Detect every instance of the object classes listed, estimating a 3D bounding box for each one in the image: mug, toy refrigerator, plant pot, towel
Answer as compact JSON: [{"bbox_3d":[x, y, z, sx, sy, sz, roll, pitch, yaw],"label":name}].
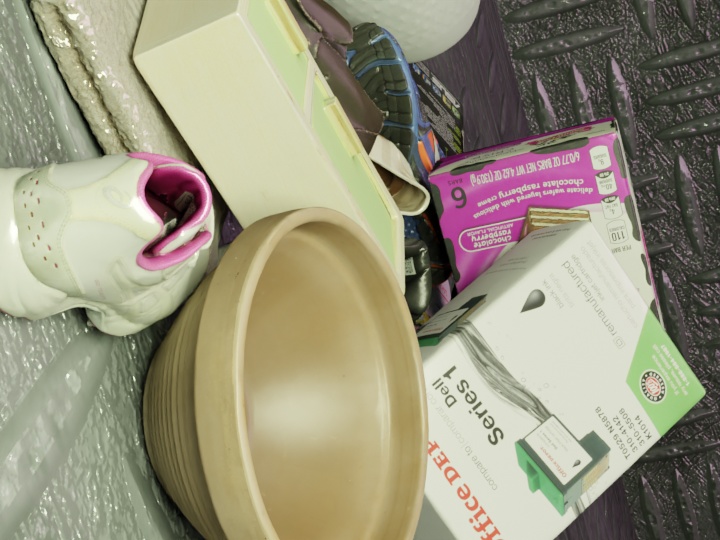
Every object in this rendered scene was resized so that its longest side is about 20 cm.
[{"bbox_3d":[0.006,-0.265,1.101,0.200,0.148,0.176,39,-14,47],"label":"mug"},{"bbox_3d":[-0.041,-0.070,0.776,0.200,0.070,0.076,58,20,-33],"label":"toy refrigerator"},{"bbox_3d":[-0.047,0.072,0.723,0.201,0.092,0.202,22,65,-59],"label":"plant pot"},{"bbox_3d":[-0.116,-0.098,0.768,0.133,0.034,0.201,-86,158,-53],"label":"towel"}]

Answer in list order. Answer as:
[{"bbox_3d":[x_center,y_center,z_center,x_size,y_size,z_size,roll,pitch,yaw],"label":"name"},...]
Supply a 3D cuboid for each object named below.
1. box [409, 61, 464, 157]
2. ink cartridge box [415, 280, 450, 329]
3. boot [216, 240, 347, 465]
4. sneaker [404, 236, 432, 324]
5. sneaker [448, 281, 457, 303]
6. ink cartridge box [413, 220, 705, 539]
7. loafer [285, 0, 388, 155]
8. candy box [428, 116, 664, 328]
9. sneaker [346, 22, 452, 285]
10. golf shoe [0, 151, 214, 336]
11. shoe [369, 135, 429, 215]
[{"bbox_3d":[0.013,-0.141,1.168,0.200,0.047,0.194,43,31,-27],"label":"box"},{"bbox_3d":[0.038,0.056,1.186,0.116,0.067,0.201,48,34,-64],"label":"ink cartridge box"},{"bbox_3d":[-0.035,0.077,0.849,0.090,0.072,0.201,-8,85,-71],"label":"boot"},{"bbox_3d":[0.000,0.001,0.986,0.200,0.111,0.077,-72,147,-65],"label":"sneaker"},{"bbox_3d":[0.107,0.020,1.079,0.075,0.079,0.201,-111,-147,-86],"label":"sneaker"},{"bbox_3d":[0.099,0.086,0.901,0.146,0.200,0.084,54,-20,-9],"label":"ink cartridge box"},{"bbox_3d":[-0.047,-0.139,0.831,0.071,0.073,0.200,-47,128,-26],"label":"loafer"},{"bbox_3d":[0.139,0.006,0.998,0.061,0.136,0.201,-59,134,-70],"label":"candy box"},{"bbox_3d":[0.026,-0.089,1.052,0.078,0.075,0.201,-50,128,-63],"label":"sneaker"},{"bbox_3d":[-0.098,-0.014,0.641,0.200,0.091,0.076,0,76,-76],"label":"golf shoe"},{"bbox_3d":[-0.026,-0.076,0.924,0.200,0.070,0.053,16,25,-49],"label":"shoe"}]
